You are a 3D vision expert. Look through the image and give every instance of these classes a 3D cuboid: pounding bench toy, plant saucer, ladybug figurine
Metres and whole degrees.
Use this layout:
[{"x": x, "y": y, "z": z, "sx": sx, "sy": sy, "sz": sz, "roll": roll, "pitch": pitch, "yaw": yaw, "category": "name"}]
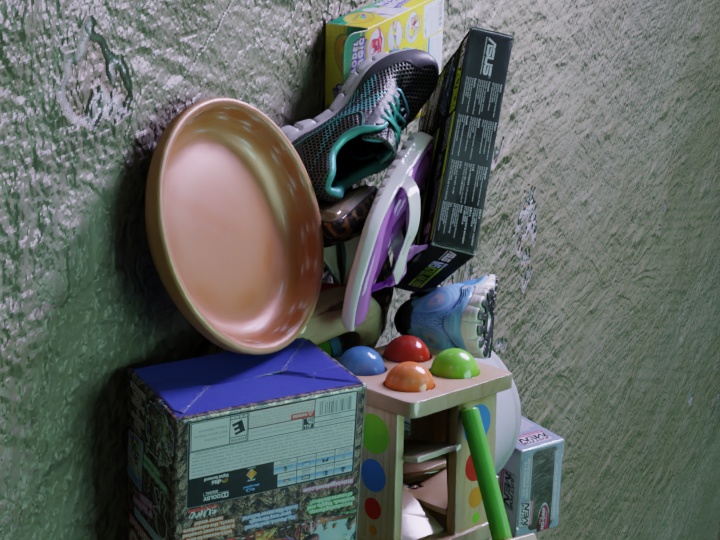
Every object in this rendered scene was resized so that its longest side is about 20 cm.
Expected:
[{"x": 0.064, "y": 0.146, "z": 1.321, "sx": 0.124, "sy": 0.199, "sz": 0.157, "roll": -12, "pitch": 109, "yaw": -43, "category": "pounding bench toy"}, {"x": -0.101, "y": -0.032, "z": 1.264, "sx": 0.200, "sy": 0.037, "sz": 0.201, "roll": 21, "pitch": 64, "yaw": -50, "category": "plant saucer"}, {"x": -0.060, "y": 0.066, "z": 1.382, "sx": 0.200, "sy": 0.072, "sz": 0.136, "roll": -18, "pitch": 140, "yaw": -50, "category": "ladybug figurine"}]

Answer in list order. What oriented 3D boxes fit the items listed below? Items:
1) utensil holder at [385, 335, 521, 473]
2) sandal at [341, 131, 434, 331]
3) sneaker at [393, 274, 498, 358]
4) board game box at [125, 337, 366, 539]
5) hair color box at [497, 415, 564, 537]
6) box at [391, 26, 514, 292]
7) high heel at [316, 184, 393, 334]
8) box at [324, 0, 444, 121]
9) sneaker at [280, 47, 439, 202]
[{"x": 0.057, "y": 0.147, "z": 1.543, "sx": 0.200, "sy": 0.169, "sz": 0.171, "roll": -13, "pitch": 112, "yaw": -77, "category": "utensil holder"}, {"x": 0.034, "y": -0.036, "z": 1.352, "sx": 0.083, "sy": 0.050, "sz": 0.203, "roll": 91, "pitch": 17, "yaw": -55, "category": "sandal"}, {"x": 0.077, "y": 0.037, "z": 1.475, "sx": 0.200, "sy": 0.089, "sz": 0.079, "roll": 27, "pitch": 69, "yaw": -82, "category": "sneaker"}, {"x": -0.091, "y": 0.172, "z": 1.264, "sx": 0.159, "sy": 0.097, "sz": 0.201, "roll": -8, "pitch": 114, "yaw": -29, "category": "board game box"}, {"x": 0.126, "y": 0.193, "z": 1.722, "sx": 0.060, "sy": 0.200, "sz": 0.100, "roll": -10, "pitch": 112, "yaw": -32, "category": "hair color box"}, {"x": 0.079, "y": -0.093, "z": 1.464, "sx": 0.193, "sy": 0.047, "sz": 0.201, "roll": 137, "pitch": -35, "yaw": -73, "category": "box"}, {"x": 0.000, "y": 0.000, "z": 1.426, "sx": 0.200, "sy": 0.071, "sz": 0.143, "roll": -80, "pitch": 154, "yaw": -83, "category": "high heel"}, {"x": 0.018, "y": -0.187, "z": 1.521, "sx": 0.200, "sy": 0.048, "sz": 0.118, "roll": -38, "pitch": 134, "yaw": -59, "category": "box"}, {"x": 0.009, "y": -0.118, "z": 1.400, "sx": 0.200, "sy": 0.091, "sz": 0.078, "roll": -43, "pitch": 128, "yaw": -23, "category": "sneaker"}]
